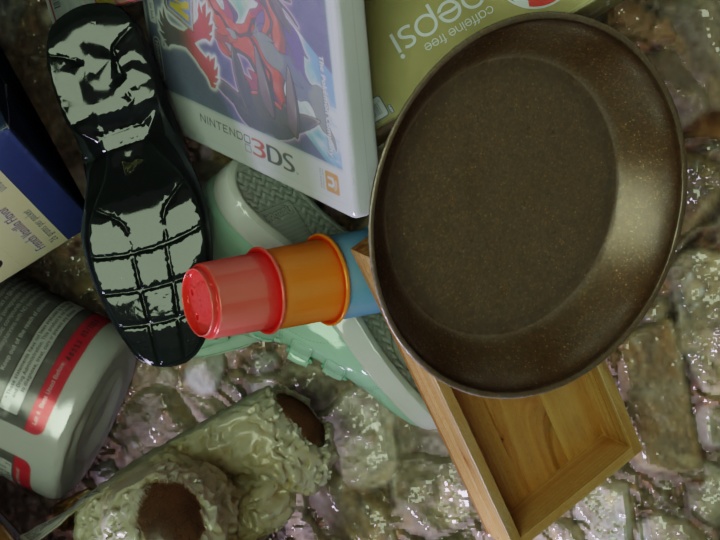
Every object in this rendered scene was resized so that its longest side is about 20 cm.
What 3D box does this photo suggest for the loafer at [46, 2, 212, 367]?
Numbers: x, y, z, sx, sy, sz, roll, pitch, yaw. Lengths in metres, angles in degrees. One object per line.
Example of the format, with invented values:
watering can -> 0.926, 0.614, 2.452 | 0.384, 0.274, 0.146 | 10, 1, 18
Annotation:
loafer -> -0.120, -0.047, 1.097 | 0.072, 0.072, 0.202 | -11, 90, 4

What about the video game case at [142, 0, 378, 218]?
video game case -> -0.061, -0.145, 1.025 | 0.182, 0.023, 0.202 | 27, 131, 45

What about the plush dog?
plush dog -> -0.088, 0.187, 1.139 | 0.160, 0.200, 0.173 | -27, 94, 32

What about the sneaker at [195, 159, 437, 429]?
sneaker -> -0.037, 0.032, 1.157 | 0.200, 0.074, 0.118 | 45, 128, -12

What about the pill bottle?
pill bottle -> -0.243, 0.046, 1.176 | 0.199, 0.111, 0.112 | 25, 105, 6

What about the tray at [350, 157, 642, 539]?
tray -> 0.078, 0.045, 1.084 | 0.098, 0.037, 0.201 | -35, 117, -18

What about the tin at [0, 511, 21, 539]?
tin -> -0.215, 0.167, 1.161 | 0.042, 0.200, 0.112 | -39, 123, -13

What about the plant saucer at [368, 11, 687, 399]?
plant saucer -> 0.082, -0.035, 1.022 | 0.199, 0.037, 0.203 | -8, 106, -29

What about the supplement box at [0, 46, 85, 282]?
supplement box -> -0.291, -0.073, 1.090 | 0.199, 0.134, 0.201 | -32, 66, 0

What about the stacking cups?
stacking cups -> 0.000, 0.000, 1.073 | 0.060, 0.198, 0.061 | 20, 115, 52

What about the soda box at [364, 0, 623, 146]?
soda box -> 0.068, -0.140, 1.049 | 0.199, 0.068, 0.064 | -30, 86, 4

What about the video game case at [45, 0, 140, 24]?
video game case -> -0.150, -0.214, 1.077 | 0.017, 0.200, 0.144 | -19, 98, -26
